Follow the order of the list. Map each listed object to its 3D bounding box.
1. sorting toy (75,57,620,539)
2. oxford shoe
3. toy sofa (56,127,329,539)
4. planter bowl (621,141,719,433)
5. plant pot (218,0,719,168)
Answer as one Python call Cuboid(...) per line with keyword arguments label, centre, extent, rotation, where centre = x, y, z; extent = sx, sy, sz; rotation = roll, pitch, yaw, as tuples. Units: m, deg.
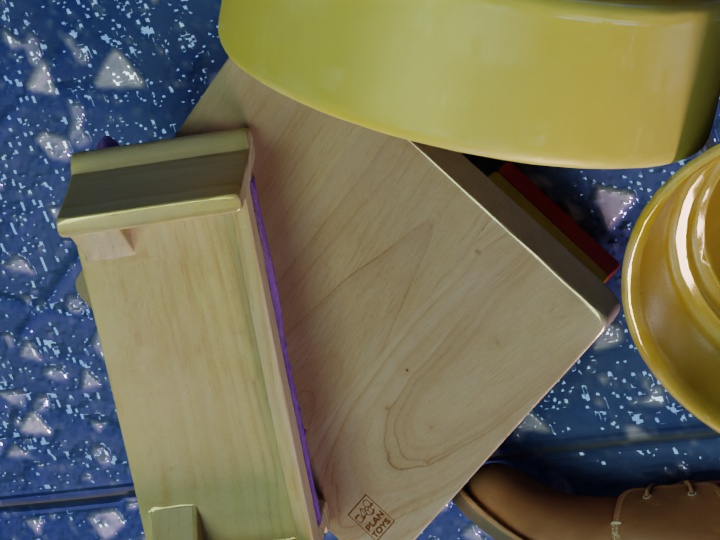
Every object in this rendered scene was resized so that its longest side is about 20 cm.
Cuboid(label="sorting toy", centre=(0.000, 0.000, 1.340), extent=(0.199, 0.070, 0.200), rotation=(42, 130, 4))
Cuboid(label="oxford shoe", centre=(0.136, 0.121, 1.341), extent=(0.199, 0.071, 0.072), rotation=(21, 97, 21))
Cuboid(label="toy sofa", centre=(-0.070, 0.038, 1.318), extent=(0.082, 0.098, 0.201), rotation=(-7, 114, 8))
Cuboid(label="planter bowl", centre=(0.208, -0.013, 1.179), extent=(0.199, 0.084, 0.201), rotation=(8, 136, 8))
Cuboid(label="plant pot", centre=(0.058, -0.160, 1.147), extent=(0.200, 0.201, 0.190), rotation=(19, 108, 21))
